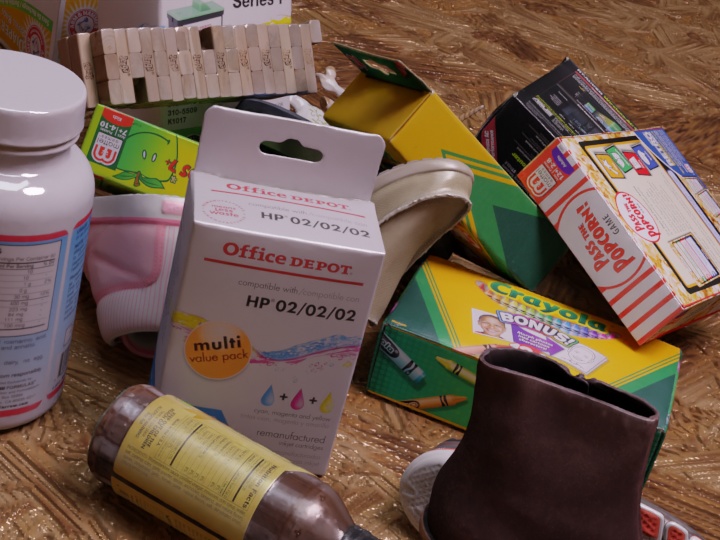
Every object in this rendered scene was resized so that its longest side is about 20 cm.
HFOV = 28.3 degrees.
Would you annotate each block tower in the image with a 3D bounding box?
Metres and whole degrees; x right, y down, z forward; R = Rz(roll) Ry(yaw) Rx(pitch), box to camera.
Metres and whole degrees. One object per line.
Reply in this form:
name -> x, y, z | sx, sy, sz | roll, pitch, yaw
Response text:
block tower -> -0.120, -0.151, 1.058 | 0.198, 0.059, 0.054 | -11, 6, -36

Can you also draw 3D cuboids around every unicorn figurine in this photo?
unicorn figurine -> -0.012, -0.134, 1.292 | 0.198, 0.074, 0.138 | -21, 52, -28

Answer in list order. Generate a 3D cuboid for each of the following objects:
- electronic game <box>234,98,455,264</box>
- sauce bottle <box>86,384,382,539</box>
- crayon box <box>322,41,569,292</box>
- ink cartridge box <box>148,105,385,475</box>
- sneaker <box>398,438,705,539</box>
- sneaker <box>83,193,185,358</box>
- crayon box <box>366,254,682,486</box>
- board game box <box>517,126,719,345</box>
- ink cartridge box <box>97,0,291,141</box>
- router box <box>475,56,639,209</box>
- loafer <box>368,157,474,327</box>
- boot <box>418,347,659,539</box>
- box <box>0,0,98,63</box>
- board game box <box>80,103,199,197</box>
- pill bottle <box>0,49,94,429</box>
electronic game -> -0.013, -0.067, 1.087 | 0.199, 0.042, 0.200 | 33, -8, 5
sauce bottle -> -0.055, 0.132, 0.780 | 0.198, 0.065, 0.065 | 28, 30, 18
crayon box -> 0.052, -0.077, 1.044 | 0.200, 0.051, 0.127 | 45, -6, -26
ink cartridge box -> -0.055, 0.015, 0.842 | 0.113, 0.202, 0.068 | 8, 28, -12
sneaker -> 0.125, 0.141, 0.847 | 0.198, 0.078, 0.082 | 22, 22, 10
sneaker -> -0.162, 0.004, 0.962 | 0.074, 0.106, 0.199 | 1, 1, -31
crayon box -> 0.116, 0.069, 0.987 | 0.198, 0.059, 0.119 | 20, 28, 9
board game box -> 0.219, -0.033, 1.071 | 0.199, 0.046, 0.152 | -11, 63, -56
ink cartridge box -> -0.132, -0.181, 1.150 | 0.083, 0.203, 0.144 | 16, 22, 40
router box -> 0.204, -0.079, 1.219 | 0.200, 0.062, 0.150 | 47, 33, 6
loafer -> 0.000, 0.000, 0.952 | 0.075, 0.199, 0.069 | 21, 38, -57
boot -> 0.125, 0.147, 0.732 | 0.198, 0.168, 0.072 | 24, 29, 16
box -> -0.275, -0.254, 1.326 | 0.111, 0.103, 0.200 | -7, 35, -37
board game box -> -0.106, -0.056, 1.032 | 0.198, 0.048, 0.102 | 21, -6, -11
pill bottle -> -0.212, -0.018, 0.821 | 0.107, 0.202, 0.109 | 12, 27, -6
